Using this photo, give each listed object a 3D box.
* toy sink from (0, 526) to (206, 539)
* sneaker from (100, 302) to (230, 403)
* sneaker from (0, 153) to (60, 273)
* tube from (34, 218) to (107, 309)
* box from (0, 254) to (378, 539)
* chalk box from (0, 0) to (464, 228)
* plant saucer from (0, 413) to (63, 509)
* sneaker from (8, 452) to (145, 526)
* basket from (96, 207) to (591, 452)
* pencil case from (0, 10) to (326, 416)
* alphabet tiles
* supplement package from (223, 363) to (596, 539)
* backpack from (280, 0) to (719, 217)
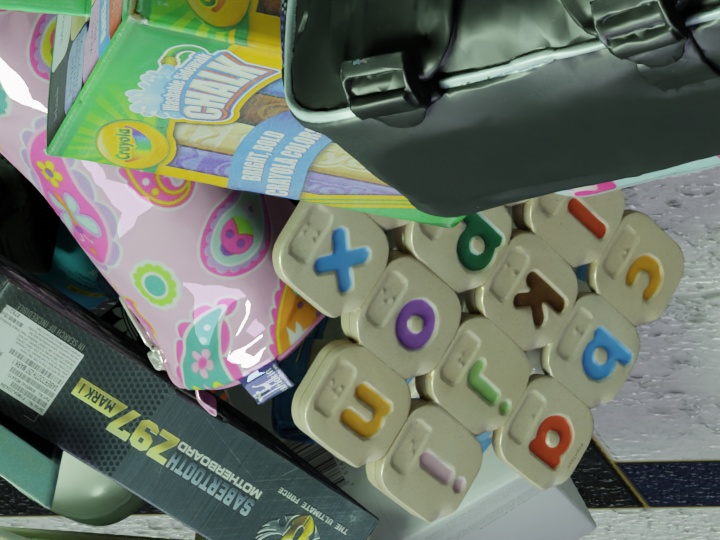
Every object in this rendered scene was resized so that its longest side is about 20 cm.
[{"bbox_3d":[-0.074,0.178,1.187,0.200,0.112,0.130,8,178,-26],"label":"toy sink"},{"bbox_3d":[-0.088,0.037,1.296,0.080,0.071,0.200,-23,163,-3],"label":"sneaker"},{"bbox_3d":[-0.198,-0.059,1.136,0.104,0.060,0.200,4,156,6],"label":"sneaker"},{"bbox_3d":[-0.094,-0.031,1.204,0.077,0.051,0.200,-7,166,-37],"label":"tube"},{"bbox_3d":[-0.104,0.056,1.097,0.200,0.051,0.158,36,178,-26],"label":"box"},{"bbox_3d":[-0.036,-0.105,0.878,0.200,0.125,0.124,10,159,-18],"label":"chalk box"},{"bbox_3d":[-0.152,0.063,1.080,0.070,0.019,0.200,36,179,-5],"label":"plant saucer"},{"bbox_3d":[-0.177,0.040,1.210,0.073,0.200,0.085,-43,162,3],"label":"sneaker"},{"bbox_3d":[0.000,0.000,1.126,0.200,0.139,0.176,22,153,-14],"label":"basket"},{"bbox_3d":[-0.091,-0.040,0.995,0.200,0.087,0.087,51,142,-14],"label":"pencil case"},{"bbox_3d":[0.050,-0.004,1.023,0.015,0.200,0.196,18,164,49],"label":"alphabet tiles"},{"bbox_3d":[0.029,0.095,1.313,0.120,0.121,0.200,-31,160,5],"label":"supplement package"},{"bbox_3d":[0.073,-0.123,0.703,0.177,0.200,0.150,-14,157,33],"label":"backpack"}]
